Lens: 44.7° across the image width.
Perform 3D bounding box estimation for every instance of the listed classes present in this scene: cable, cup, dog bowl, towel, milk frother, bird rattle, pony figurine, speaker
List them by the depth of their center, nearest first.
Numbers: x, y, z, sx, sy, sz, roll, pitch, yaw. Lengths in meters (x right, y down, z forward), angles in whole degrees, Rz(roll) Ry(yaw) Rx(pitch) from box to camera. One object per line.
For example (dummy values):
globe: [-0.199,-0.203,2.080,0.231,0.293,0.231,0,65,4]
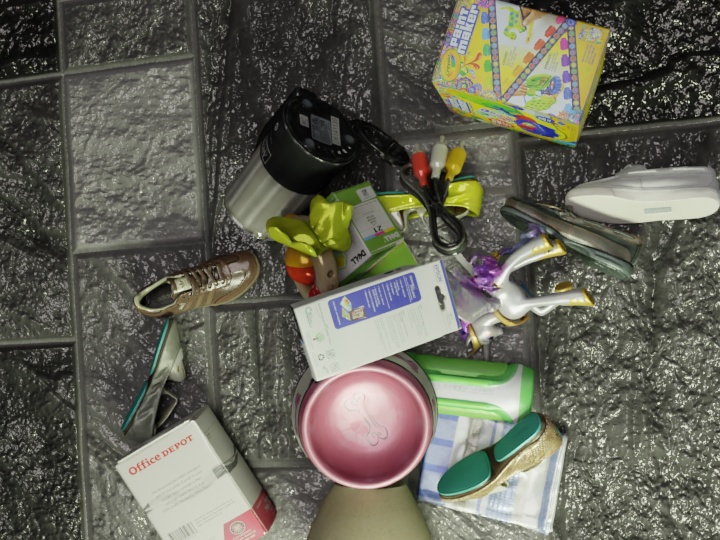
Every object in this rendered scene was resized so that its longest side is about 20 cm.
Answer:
dog bowl: [0.006,0.196,1.152,0.200,0.074,0.201,0,97,-2]
bird rattle: [-0.054,-0.003,1.175,0.113,0.163,0.200,-26,115,-16]
cable: [0.097,-0.104,1.178,0.097,0.050,0.200,-5,46,10]
pony figurine: [0.184,0.020,1.188,0.200,0.167,0.193,-31,108,25]
cup: [0.012,0.364,1.194,0.200,0.200,0.144,-1,83,12]
speaker: [0.139,0.163,1.223,0.200,0.088,0.089,5,90,13]
towel: [0.186,0.280,1.242,0.200,0.024,0.147,12,90,13]
milk frother: [-0.060,-0.141,1.259,0.200,0.181,0.188,31,134,-16]

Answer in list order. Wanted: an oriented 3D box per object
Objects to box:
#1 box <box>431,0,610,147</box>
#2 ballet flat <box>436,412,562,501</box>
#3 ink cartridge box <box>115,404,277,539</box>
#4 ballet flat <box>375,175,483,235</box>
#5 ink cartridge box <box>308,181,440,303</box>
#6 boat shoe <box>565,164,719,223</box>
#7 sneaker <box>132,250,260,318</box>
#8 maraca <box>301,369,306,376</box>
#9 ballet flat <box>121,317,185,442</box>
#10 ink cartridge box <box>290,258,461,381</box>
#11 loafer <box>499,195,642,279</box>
box: [0.214,-0.261,1.160,0.192,0.200,0.122,19,93,13]
ballet flat: [0.194,0.268,1.191,0.065,0.071,0.200,36,122,-24]
ink cartridge box: [-0.238,0.320,1.285,0.146,0.083,0.200,-31,94,10]
ballet flat: [0.078,-0.086,1.252,0.200,0.067,0.067,-10,78,9]
ink cartridge box: [0.000,0.000,1.228,0.148,0.076,0.200,-40,77,46]
boat shoe: [0.382,-0.112,1.191,0.200,0.072,0.069,-3,59,23]
sneaker: [-0.247,0.026,1.317,0.200,0.076,0.071,-23,84,11]
maraca: [-0.016,0.217,1.248,0.137,0.107,0.200,-19,101,34]
ballet flat: [-0.303,0.171,1.341,0.064,0.067,0.200,22,94,-15]
ink cartridge box: [0.020,0.059,1.100,0.200,0.039,0.100,-17,99,-11]
loafer: [0.292,-0.058,1.211,0.200,0.072,0.063,28,83,4]
